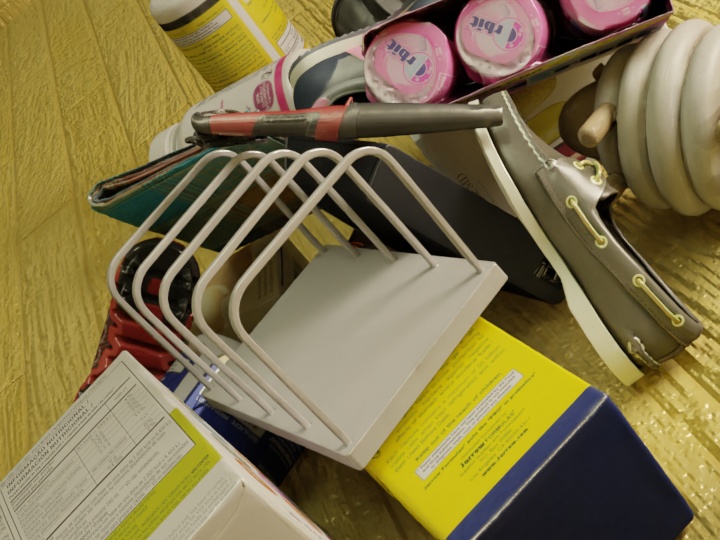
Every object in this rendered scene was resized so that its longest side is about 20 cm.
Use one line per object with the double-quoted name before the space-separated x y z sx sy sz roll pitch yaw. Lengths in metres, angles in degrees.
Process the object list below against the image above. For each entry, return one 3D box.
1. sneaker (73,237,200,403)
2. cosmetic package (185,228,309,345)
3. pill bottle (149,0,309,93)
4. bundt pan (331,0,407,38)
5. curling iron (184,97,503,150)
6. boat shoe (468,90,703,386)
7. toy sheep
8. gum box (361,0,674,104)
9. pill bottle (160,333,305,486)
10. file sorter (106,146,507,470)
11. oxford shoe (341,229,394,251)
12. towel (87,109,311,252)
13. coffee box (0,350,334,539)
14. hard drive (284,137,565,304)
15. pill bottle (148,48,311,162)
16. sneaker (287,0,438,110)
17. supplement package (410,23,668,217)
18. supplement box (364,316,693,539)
"sneaker" -0.172 0.063 0.886 0.098 0.070 0.202 -101 30 -75
"cosmetic package" -0.129 0.061 0.968 0.199 0.071 0.105 -32 32 15
"pill bottle" -0.124 -0.239 1.224 0.112 0.200 0.113 -28 32 19
"bundt pan" 0.079 -0.199 0.961 0.201 0.202 0.076 -34 42 10
"curling iron" -0.012 -0.093 0.698 0.198 0.026 0.050 -3 14 12
"boat shoe" 0.135 -0.030 0.702 0.060 0.203 0.072 -33 -13 16
"toy sheep" 0.220 -0.096 0.730 0.199 0.138 0.138 8 53 35
"gum box" 0.099 -0.157 0.764 0.199 0.067 0.113 -21 1 10
"pill bottle" -0.127 0.154 0.803 0.115 0.116 0.200 6 53 51
"file sorter" -0.044 0.008 0.679 0.139 0.125 0.200 -51 27 -17
"oxford shoe" 0.000 0.000 0.901 0.071 0.073 0.201 -22 35 30
"towel" -0.095 -0.061 0.861 0.146 0.200 0.022 -23 75 17
"coffee box" -0.107 0.203 0.632 0.200 0.200 0.198 -47 31 -9
"hard drive" 0.049 -0.033 0.777 0.135 0.199 0.043 16 81 54
"pill bottle" -0.112 -0.135 1.162 0.199 0.113 0.114 -22 35 29
"sneaker" 0.040 -0.153 0.862 0.199 0.070 0.083 -25 60 23
"supplement package" 0.139 -0.143 0.892 0.200 0.114 0.110 -36 30 11
"supplement box" 0.070 0.104 0.653 0.110 0.109 0.200 -45 30 -7
